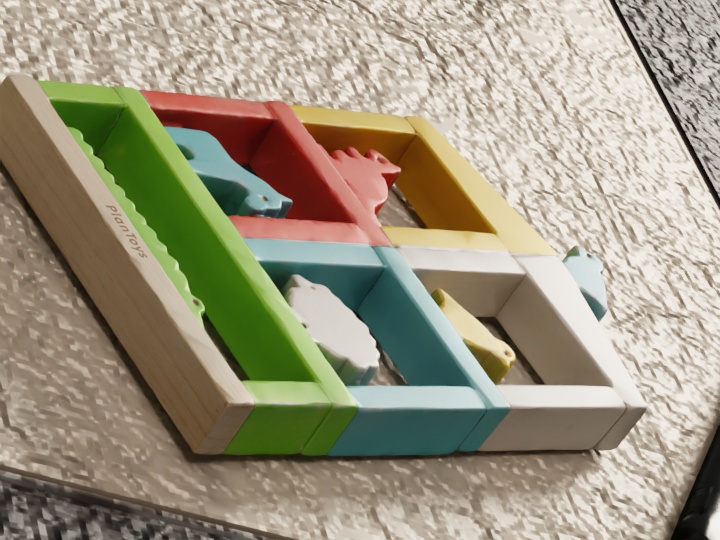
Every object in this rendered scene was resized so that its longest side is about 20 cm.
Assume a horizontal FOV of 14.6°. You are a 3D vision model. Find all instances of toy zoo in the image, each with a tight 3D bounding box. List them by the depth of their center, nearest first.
[{"bbox_3d":[0.000,0.000,0.811,0.200,0.020,0.131,2,42,-46],"label":"toy zoo"}]

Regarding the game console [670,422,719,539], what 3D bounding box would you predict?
[{"bbox_3d":[0.189,0.089,0.867,0.177,0.031,0.200,36,27,1],"label":"game console"}]
